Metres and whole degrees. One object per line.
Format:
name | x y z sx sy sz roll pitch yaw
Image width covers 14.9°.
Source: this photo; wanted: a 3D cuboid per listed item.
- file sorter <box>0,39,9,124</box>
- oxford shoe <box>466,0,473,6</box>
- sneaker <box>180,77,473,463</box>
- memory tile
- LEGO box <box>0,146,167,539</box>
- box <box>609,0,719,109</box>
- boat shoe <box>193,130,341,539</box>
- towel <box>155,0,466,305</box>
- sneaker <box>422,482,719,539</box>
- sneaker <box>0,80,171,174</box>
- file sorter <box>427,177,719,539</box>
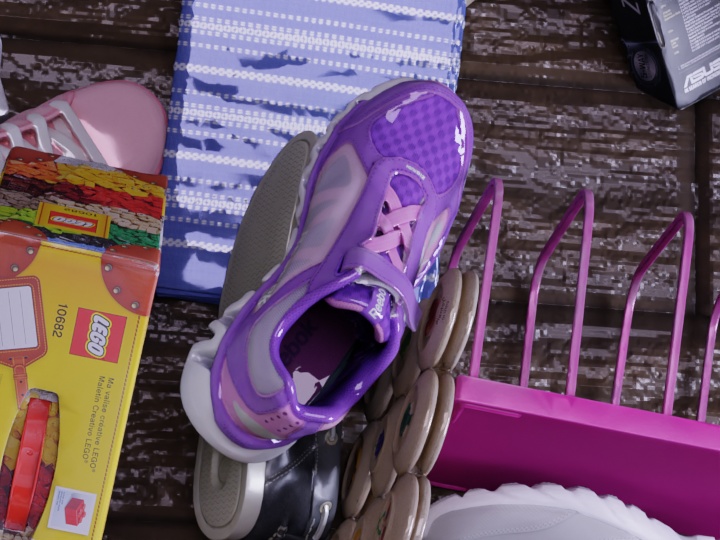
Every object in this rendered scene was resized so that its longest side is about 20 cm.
file sorter | -0.260 -0.169 1.336 0.138 0.125 0.201 -14 76 -13
oxford shoe | 0.081 -0.197 1.412 0.200 0.074 0.071 -50 120 -17
sneaker | 0.000 0.000 1.262 0.080 0.088 0.201 36 75 -18
memory tile | 0.009 0.106 1.285 0.017 0.153 0.201 17 71 -10
LEGO box | -0.144 0.062 1.232 0.077 0.149 0.201 12 106 -6
box | 0.212 -0.199 1.413 0.199 0.043 0.161 -30 119 -15
boat shoe | -0.031 0.034 1.335 0.067 0.072 0.202 11 83 -27
towel | -0.024 -0.077 1.374 0.144 0.024 0.202 7 90 -4
sneaker | 0.120 0.158 1.327 0.199 0.075 0.083 16 71 -5
sneaker | -0.172 -0.038 1.323 0.199 0.105 0.076 -31 79 -17
file sorter | 0.137 0.043 1.332 0.198 0.139 0.126 11 70 -5
